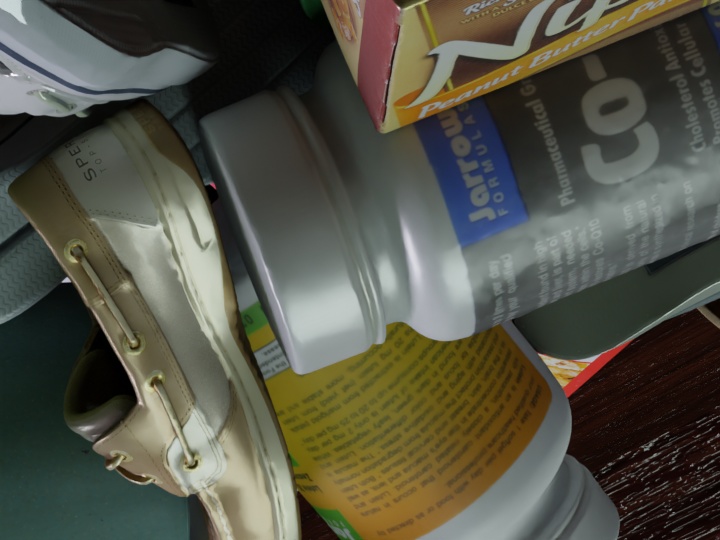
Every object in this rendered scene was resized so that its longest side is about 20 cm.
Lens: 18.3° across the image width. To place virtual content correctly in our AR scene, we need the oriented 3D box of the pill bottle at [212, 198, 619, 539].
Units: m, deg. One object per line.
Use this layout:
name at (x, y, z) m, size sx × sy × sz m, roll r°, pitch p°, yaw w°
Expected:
pill bottle at (0.015, 0.052, 0.906) m, size 0.111 × 0.200 × 0.111 m, roll -35°, pitch -162°, yaw 13°

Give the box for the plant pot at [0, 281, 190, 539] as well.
plant pot at (-0.182, 0.089, 0.871) m, size 0.195 × 0.201 × 0.200 m, roll -9°, pitch 163°, yaw -24°

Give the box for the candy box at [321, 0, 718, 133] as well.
candy box at (0.089, -0.115, 0.676) m, size 0.199 × 0.055 × 0.115 m, roll -21°, pitch 167°, yaw -7°

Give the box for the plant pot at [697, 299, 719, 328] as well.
plant pot at (0.249, -0.048, 1.258) m, size 0.186 × 0.187 × 0.200 m, roll -24°, pitch 180°, yaw 4°

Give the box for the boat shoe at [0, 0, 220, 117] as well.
boat shoe at (-0.101, -0.073, 0.681) m, size 0.067 × 0.074 × 0.200 m, roll -29°, pitch 168°, yaw 12°

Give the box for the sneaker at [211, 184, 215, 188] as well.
sneaker at (0.000, 0.000, 0.972) m, size 0.200 × 0.087 × 0.074 m, roll 33°, pitch 154°, yaw -28°

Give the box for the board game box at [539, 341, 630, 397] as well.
board game box at (0.106, -0.022, 1.121) m, size 0.046 × 0.152 × 0.200 m, roll 13°, pitch 162°, yaw -7°

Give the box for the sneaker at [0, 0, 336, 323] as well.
sneaker at (-0.088, -0.057, 0.823) m, size 0.200 × 0.073 × 0.071 m, roll -33°, pitch -151°, yaw -9°

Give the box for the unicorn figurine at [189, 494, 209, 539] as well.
unicorn figurine at (-0.044, 0.117, 0.948) m, size 0.074 × 0.201 × 0.137 m, roll -29°, pitch 156°, yaw 20°

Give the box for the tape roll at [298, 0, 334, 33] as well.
tape roll at (0.063, -0.146, 0.742) m, size 0.200 × 0.048 × 0.200 m, roll -22°, pitch 168°, yaw -5°

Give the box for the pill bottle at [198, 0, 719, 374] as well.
pill bottle at (0.052, -0.044, 0.774) m, size 0.199 × 0.114 × 0.114 m, roll -22°, pitch 168°, yaw -7°

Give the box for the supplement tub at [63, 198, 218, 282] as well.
supplement tub at (-0.036, 0.018, 1.084) m, size 0.199 × 0.123 × 0.123 m, roll -19°, pitch 167°, yaw -19°

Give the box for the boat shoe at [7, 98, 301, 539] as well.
boat shoe at (-0.075, 0.037, 0.795) m, size 0.069 × 0.201 × 0.074 m, roll -23°, pitch -151°, yaw -13°

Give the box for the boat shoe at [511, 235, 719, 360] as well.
boat shoe at (0.153, -0.027, 0.930) m, size 0.200 × 0.070 × 0.072 m, roll -26°, pitch -174°, yaw 12°
